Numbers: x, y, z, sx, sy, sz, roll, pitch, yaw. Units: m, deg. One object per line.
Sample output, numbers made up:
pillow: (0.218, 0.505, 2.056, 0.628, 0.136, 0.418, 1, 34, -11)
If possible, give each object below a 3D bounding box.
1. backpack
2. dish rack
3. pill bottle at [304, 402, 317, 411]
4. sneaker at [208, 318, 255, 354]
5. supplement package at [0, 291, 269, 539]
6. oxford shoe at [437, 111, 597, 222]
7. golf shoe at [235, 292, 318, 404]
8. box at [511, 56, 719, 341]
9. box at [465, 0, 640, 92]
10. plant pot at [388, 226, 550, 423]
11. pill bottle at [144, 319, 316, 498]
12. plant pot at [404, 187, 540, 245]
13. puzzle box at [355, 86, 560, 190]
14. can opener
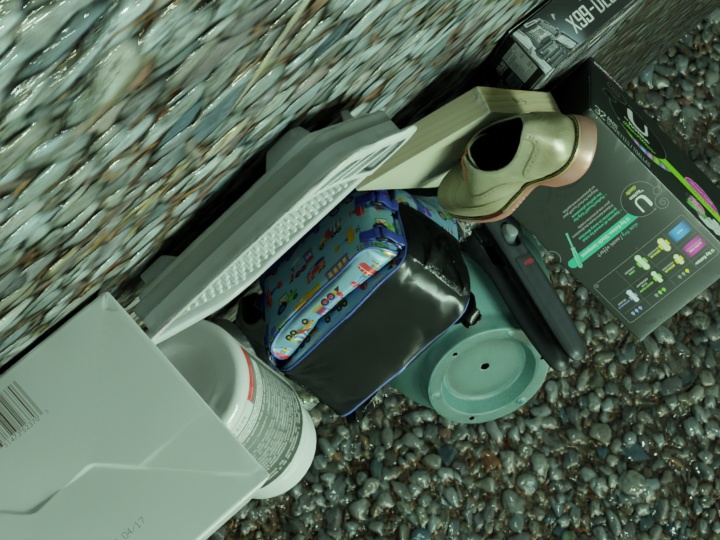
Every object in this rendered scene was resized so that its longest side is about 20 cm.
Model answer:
backpack: (0.000, 0.000, 1.600, 0.183, 0.135, 0.200, -42, -151, 23)
dish rack: (-0.062, -0.037, 1.211, 0.200, 0.044, 0.172, -43, 177, 21)
pill bottle: (-0.045, 0.079, 2.226, 0.200, 0.116, 0.116, -41, 177, 5)
sneaker: (-0.172, 0.123, 1.722, 0.114, 0.075, 0.200, -38, 175, -36)
supplement package: (-0.186, 0.142, 1.135, 0.200, 0.156, 0.111, -40, 176, -18)
oxford shoe: (0.109, -0.091, 1.506, 0.200, 0.074, 0.071, -30, -128, 57)
golf shoe: (-0.059, 0.068, 1.711, 0.078, 0.097, 0.200, -14, -168, -40)
box: (0.232, -0.066, 1.679, 0.124, 0.200, 0.149, -42, -166, 22)
box: (0.177, -0.205, 1.656, 0.158, 0.050, 0.200, -40, 177, -18)
plant pot: (0.100, 0.057, 1.728, 0.200, 0.134, 0.200, -11, 132, -13)
pill bottle: (-0.113, 0.120, 1.500, 0.114, 0.114, 0.200, -41, 153, 1)
plant pot: (0.087, -0.060, 1.849, 0.200, 0.141, 0.141, -25, 167, -39)
puzzle box: (0.082, -0.110, 1.551, 0.133, 0.025, 0.200, -30, 172, 21)
can opener: (0.138, -0.001, 1.638, 0.079, 0.200, 0.063, -24, 163, -27)
